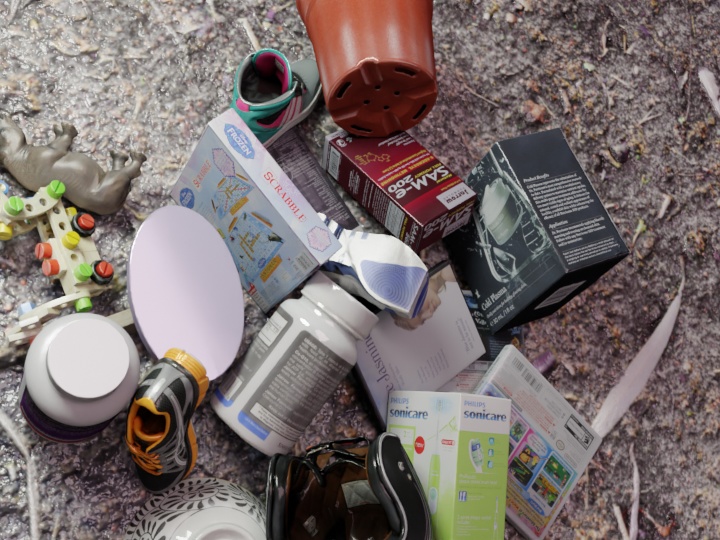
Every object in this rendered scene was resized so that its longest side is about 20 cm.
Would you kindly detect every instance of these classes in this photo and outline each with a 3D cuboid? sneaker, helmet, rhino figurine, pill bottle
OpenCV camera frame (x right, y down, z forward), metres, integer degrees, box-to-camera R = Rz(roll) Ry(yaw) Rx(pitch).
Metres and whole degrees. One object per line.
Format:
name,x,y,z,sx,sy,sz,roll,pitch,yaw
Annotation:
sneaker,-0.107,-0.250,1.152,0.083,0.121,0.201,33,56,6
helmet,-0.011,0.287,0.947,0.198,0.200,0.193,0,70,-25
rhino figurine,-0.364,-0.131,1.035,0.198,0.060,0.089,20,76,-14
sneaker,-0.219,0.173,0.929,0.078,0.202,0.077,25,37,14
pill bottle,-0.074,0.107,1.018,0.113,0.114,0.201,39,87,-8
pill bottle,-0.293,0.112,0.904,0.111,0.200,0.114,8,70,-22
sneaker,-0.001,0.000,1.102,0.198,0.115,0.081,26,74,19

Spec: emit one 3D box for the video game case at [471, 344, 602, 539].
video game case,0.220,0.236,1.184,0.200,0.024,0.182,45,67,-11

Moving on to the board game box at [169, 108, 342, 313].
board game box,-0.132,-0.063,1.040,0.041,0.200,0.200,-40,92,-31

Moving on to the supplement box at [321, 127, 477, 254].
supplement box,0.050,-0.123,1.180,0.108,0.061,0.200,-30,61,-30

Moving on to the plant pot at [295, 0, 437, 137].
plant pot,0.017,-0.301,1.168,0.198,0.201,0.197,7,57,-23

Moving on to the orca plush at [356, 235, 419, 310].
orca plush,0.055,-0.003,1.161,0.105,0.071,0.200,41,69,11

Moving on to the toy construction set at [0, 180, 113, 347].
toy construction set,-0.359,-0.015,0.979,0.130,0.091,0.203,-8,83,-52

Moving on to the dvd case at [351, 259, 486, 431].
dvd case,0.071,0.095,1.137,0.199,0.017,0.144,-32,106,-29

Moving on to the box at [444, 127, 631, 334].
box,0.226,-0.051,1.186,0.123,0.200,0.198,-14,69,-28

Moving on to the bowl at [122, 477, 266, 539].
bowl,-0.161,0.328,0.954,0.198,0.094,0.204,8,70,-23

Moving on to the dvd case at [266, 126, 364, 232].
dvd case,-0.099,-0.092,1.171,0.148,0.016,0.201,-33,88,-31

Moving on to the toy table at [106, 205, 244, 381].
toy table,-0.212,0.040,1.015,0.182,0.117,0.203,3,72,-24

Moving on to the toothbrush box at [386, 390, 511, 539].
toothbrush box,0.100,0.250,1.048,0.085,0.145,0.203,12,79,-32

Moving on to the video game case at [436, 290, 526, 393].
video game case,0.144,0.117,1.210,0.197,0.023,0.184,6,71,-22
